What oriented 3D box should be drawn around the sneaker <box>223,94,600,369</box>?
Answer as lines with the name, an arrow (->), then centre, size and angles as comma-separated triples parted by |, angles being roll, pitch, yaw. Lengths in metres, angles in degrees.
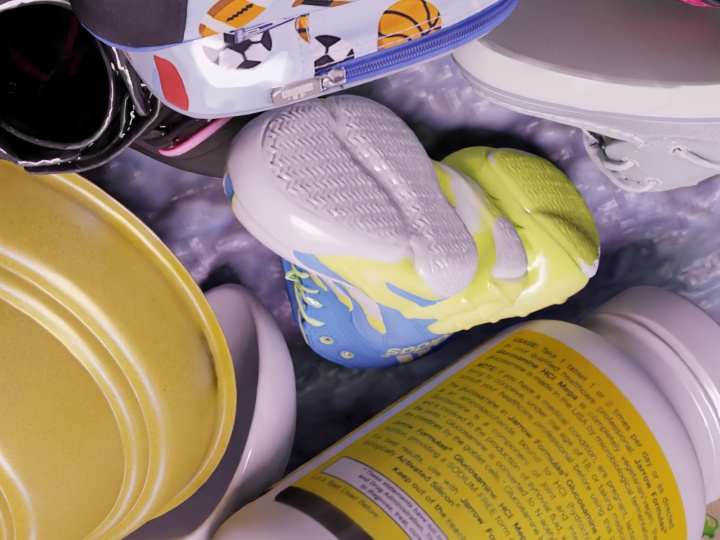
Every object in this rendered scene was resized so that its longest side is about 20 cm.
sneaker -> 0.000, 0.000, 0.912 | 0.105, 0.076, 0.200 | -35, 153, 28

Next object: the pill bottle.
pill bottle -> 0.052, 0.089, 0.940 | 0.200, 0.112, 0.113 | -33, 145, -28

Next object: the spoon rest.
spoon rest -> -0.082, 0.081, 0.987 | 0.060, 0.100, 0.200 | 12, 141, -24

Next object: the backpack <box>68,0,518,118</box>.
backpack -> -0.006, -0.143, 0.710 | 0.190, 0.200, 0.154 | -18, 143, -10

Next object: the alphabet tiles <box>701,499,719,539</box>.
alphabet tiles -> 0.150, 0.116, 1.095 | 0.166, 0.006, 0.200 | -6, 139, 29

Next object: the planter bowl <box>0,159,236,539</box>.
planter bowl -> -0.148, 0.051, 0.871 | 0.199, 0.084, 0.201 | 10, 135, 10

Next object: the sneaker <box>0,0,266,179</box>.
sneaker -> -0.077, -0.057, 0.831 | 0.071, 0.099, 0.200 | -37, 136, 17

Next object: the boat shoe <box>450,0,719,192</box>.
boat shoe -> 0.116, -0.058, 0.919 | 0.200, 0.070, 0.072 | 3, 130, -25

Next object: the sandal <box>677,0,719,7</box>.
sandal -> 0.132, -0.120, 0.878 | 0.199, 0.045, 0.075 | 5, 133, -24
